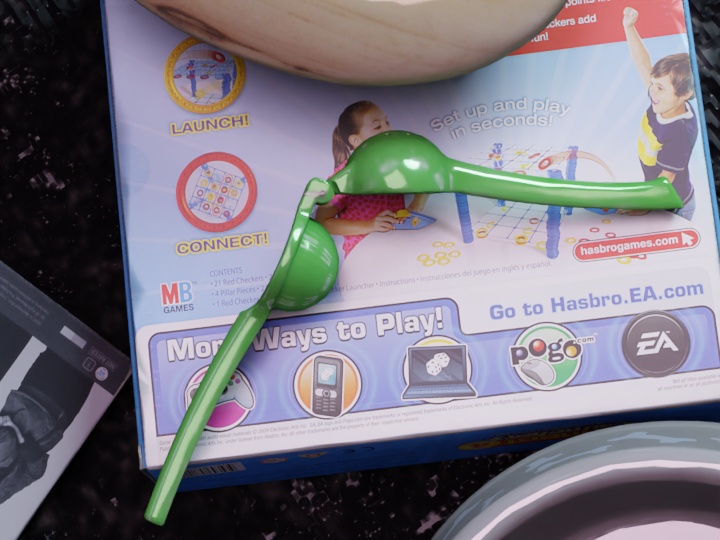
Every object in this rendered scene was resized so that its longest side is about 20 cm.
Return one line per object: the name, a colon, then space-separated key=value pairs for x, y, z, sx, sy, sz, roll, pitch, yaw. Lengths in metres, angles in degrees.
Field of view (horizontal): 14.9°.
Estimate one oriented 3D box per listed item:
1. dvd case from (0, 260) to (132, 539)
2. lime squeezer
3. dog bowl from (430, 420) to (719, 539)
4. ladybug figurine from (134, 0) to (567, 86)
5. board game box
dvd case: x=-0.187 y=0.069 z=0.895 sx=0.150 sy=0.025 sz=0.200 roll=39 pitch=79 yaw=-22
lime squeezer: x=0.000 y=0.000 z=0.882 sx=0.199 sy=0.038 sz=0.071 roll=-32 pitch=108 yaw=-4
dog bowl: x=0.094 y=0.142 z=0.823 sx=0.199 sy=0.059 sz=0.201 roll=-1 pitch=82 yaw=10
ladybug figurine: x=-0.018 y=-0.131 z=0.884 sx=0.199 sy=0.072 sz=0.136 roll=28 pitch=88 yaw=9
board game box: x=0.017 y=-0.036 z=0.929 sx=0.199 sy=0.056 sz=0.197 roll=-7 pitch=77 yaw=3
